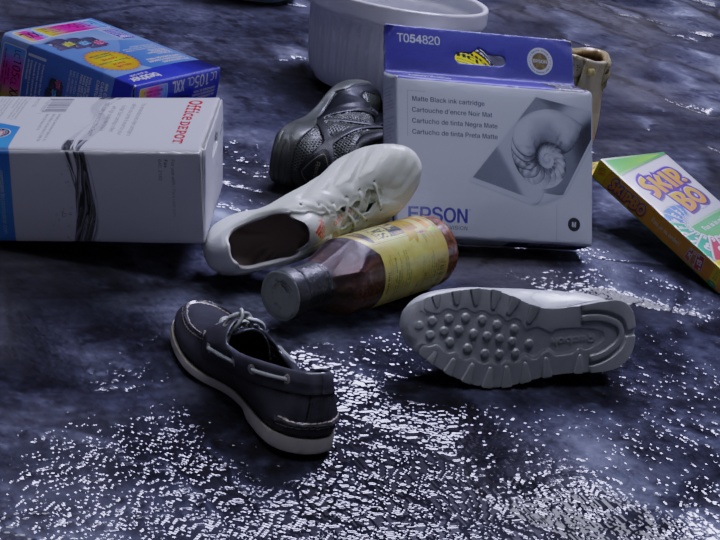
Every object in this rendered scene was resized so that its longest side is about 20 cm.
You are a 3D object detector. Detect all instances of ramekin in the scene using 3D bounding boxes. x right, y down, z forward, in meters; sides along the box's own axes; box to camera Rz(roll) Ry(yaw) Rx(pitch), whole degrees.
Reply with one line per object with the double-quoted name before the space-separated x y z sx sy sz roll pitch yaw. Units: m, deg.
"ramekin" 0.035 -0.254 2.117 0.200 0.105 0.200 8 17 -3

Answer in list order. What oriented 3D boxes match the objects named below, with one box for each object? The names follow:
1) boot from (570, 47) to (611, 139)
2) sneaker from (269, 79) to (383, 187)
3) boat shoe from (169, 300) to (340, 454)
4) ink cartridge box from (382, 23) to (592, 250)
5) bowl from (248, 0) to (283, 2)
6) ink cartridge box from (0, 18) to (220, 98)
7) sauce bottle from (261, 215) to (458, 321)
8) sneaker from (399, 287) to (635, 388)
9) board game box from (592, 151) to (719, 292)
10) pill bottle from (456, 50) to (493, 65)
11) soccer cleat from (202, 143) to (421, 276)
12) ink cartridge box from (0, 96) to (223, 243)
"boot" 0.179 -0.131 1.831 0.073 0.156 0.200 21 24 24
"sneaker" 0.000 -0.120 1.832 0.114 0.076 0.199 19 26 13
"boat shoe" -0.073 0.058 1.367 0.072 0.063 0.200 -3 26 -31
"ink cartridge box" 0.116 -0.122 1.736 0.199 0.201 0.041 2 -7 -21
"bowl" -0.136 -0.403 2.414 0.200 0.105 0.201 10 21 -4
"ink cartridge box" -0.231 -0.173 1.847 0.200 0.077 0.136 24 25 26
"sauce bottle" 0.000 0.000 1.544 0.066 0.066 0.200 25 24 30
"sneaker" 0.114 0.046 1.499 0.199 0.077 0.080 5 11 -27
"board game box" 0.306 -0.053 1.819 0.095 0.030 0.200 -8 41 -41
"pill bottle" 0.086 -0.171 1.941 0.112 0.113 0.200 10 22 -3
"soccer cleat" -0.032 -0.044 1.565 0.200 0.069 0.078 -25 13 -14
"ink cartridge box" -0.218 -0.085 1.578 0.199 0.086 0.147 2 22 2
